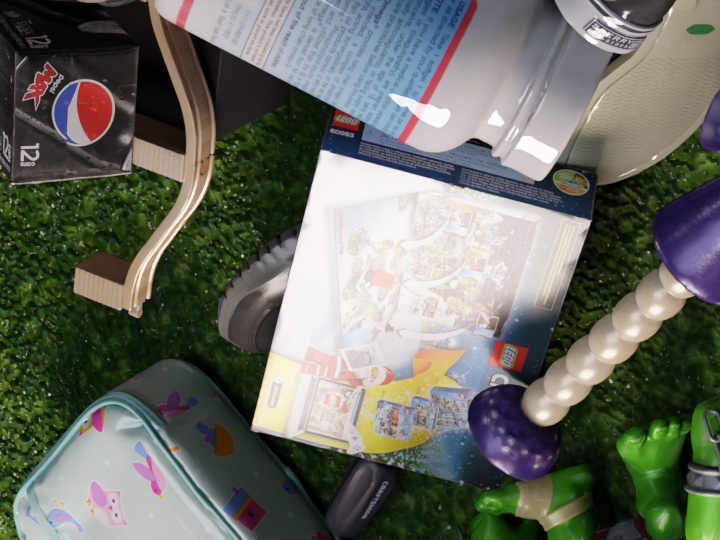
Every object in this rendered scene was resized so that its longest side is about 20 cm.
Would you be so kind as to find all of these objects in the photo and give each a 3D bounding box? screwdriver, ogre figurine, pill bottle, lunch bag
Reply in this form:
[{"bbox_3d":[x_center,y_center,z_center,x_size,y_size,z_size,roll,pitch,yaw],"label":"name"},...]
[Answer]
[{"bbox_3d":[0.033,0.075,1.530,0.029,0.028,0.200,27,126,-12],"label":"screwdriver"},{"bbox_3d":[0.137,0.150,1.446,0.200,0.098,0.120,-25,74,24],"label":"ogre figurine"},{"bbox_3d":[0.013,-0.123,1.310,0.200,0.109,0.109,28,124,-3],"label":"pill bottle"},{"bbox_3d":[-0.100,0.167,1.625,0.200,0.077,0.160,51,128,8],"label":"lunch bag"}]

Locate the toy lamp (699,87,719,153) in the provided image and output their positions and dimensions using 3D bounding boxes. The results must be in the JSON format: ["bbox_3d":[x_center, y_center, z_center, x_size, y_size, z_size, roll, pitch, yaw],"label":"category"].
[{"bbox_3d":[0.253,-0.032,1.314,0.200,0.058,0.058,33,123,21],"label":"toy lamp"}]

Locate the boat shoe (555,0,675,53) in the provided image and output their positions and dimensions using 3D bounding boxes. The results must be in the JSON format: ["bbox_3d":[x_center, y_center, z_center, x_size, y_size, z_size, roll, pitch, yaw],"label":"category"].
[{"bbox_3d":[0.106,-0.196,1.305,0.068,0.073,0.200,-46,41,38],"label":"boat shoe"}]

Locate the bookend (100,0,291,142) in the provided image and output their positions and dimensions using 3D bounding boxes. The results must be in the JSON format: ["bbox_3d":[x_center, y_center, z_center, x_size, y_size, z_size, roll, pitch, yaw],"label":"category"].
[{"bbox_3d":[-0.042,-0.151,1.454,0.200,0.092,0.199,22,120,25],"label":"bookend"}]

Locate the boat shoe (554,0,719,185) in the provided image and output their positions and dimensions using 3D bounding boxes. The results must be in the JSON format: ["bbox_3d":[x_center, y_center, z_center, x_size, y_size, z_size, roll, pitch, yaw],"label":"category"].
[{"bbox_3d":[0.144,-0.121,1.364,0.068,0.072,0.200,-109,32,-41],"label":"boat shoe"}]

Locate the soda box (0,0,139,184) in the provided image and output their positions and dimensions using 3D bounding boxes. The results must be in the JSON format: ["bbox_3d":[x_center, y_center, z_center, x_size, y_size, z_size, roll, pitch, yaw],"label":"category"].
[{"bbox_3d":[-0.169,-0.110,1.435,0.200,0.063,0.071,-134,44,-60],"label":"soda box"}]

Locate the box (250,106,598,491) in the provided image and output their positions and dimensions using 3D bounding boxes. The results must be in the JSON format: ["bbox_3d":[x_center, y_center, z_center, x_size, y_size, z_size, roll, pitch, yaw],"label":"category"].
[{"bbox_3d":[0.029,0.018,1.441,0.136,0.038,0.200,14,132,-2],"label":"box"}]

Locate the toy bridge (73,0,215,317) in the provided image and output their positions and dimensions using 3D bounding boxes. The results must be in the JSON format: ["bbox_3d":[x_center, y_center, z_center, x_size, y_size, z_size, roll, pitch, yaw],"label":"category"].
[{"bbox_3d":[-0.108,-0.064,1.461,0.067,0.027,0.200,20,120,24],"label":"toy bridge"}]

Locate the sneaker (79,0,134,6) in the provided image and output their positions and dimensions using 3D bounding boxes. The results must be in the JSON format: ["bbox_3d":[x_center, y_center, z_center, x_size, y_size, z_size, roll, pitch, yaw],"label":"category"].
[{"bbox_3d":[-0.109,-0.158,1.336,0.077,0.200,0.082,-8,118,5],"label":"sneaker"}]

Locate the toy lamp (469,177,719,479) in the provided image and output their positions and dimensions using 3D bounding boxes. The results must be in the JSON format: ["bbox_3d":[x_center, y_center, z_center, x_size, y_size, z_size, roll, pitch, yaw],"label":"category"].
[{"bbox_3d":[0.128,0.024,1.358,0.058,0.058,0.200,51,126,8],"label":"toy lamp"}]

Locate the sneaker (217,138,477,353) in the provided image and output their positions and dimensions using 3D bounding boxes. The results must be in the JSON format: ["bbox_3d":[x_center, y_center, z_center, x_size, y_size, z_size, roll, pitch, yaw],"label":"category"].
[{"bbox_3d":[0.000,0.000,1.494,0.200,0.073,0.082,-39,85,39],"label":"sneaker"}]
